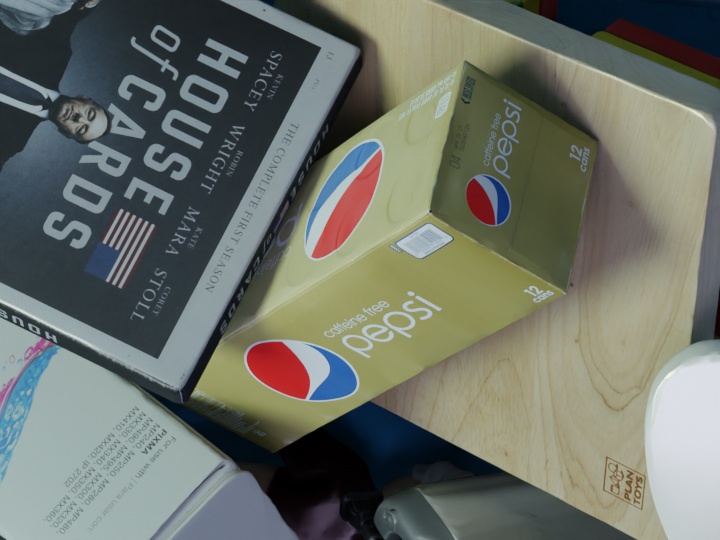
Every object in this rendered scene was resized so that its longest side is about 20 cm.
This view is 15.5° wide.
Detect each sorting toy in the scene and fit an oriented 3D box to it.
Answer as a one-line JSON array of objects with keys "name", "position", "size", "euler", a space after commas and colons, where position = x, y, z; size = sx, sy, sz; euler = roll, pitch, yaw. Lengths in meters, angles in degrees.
[{"name": "sorting toy", "position": [0.063, -0.024, 1.032], "size": [0.198, 0.070, 0.200], "euler": [26, 133, 30]}]

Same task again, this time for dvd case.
[{"name": "dvd case", "position": [-0.120, -0.059, 0.986], "size": [0.200, 0.151, 0.025], "euler": [25, 165, 7]}]

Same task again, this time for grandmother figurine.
[{"name": "grandmother figurine", "position": [-0.036, 0.117, 1.198], "size": [0.199, 0.061, 0.122], "euler": [-4, 116, 17]}]

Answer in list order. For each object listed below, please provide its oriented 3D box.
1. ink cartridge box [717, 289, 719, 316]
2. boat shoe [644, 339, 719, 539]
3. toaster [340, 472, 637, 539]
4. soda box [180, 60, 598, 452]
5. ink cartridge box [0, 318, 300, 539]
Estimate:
[{"name": "ink cartridge box", "position": [0.194, 0.111, 1.077], "size": [0.200, 0.057, 0.163], "euler": [34, 150, 3]}, {"name": "boat shoe", "position": [0.168, 0.098, 0.994], "size": [0.072, 0.069, 0.200], "euler": [-31, 113, 20]}, {"name": "toaster", "position": [0.085, 0.156, 1.082], "size": [0.129, 0.200, 0.114], "euler": [-9, 130, -22]}, {"name": "soda box", "position": [0.000, 0.000, 0.989], "size": [0.064, 0.068, 0.200], "euler": [29, 146, -23]}, {"name": "ink cartridge box", "position": [-0.120, 0.087, 1.099], "size": [0.200, 0.083, 0.146], "euler": [35, 166, 34]}]
